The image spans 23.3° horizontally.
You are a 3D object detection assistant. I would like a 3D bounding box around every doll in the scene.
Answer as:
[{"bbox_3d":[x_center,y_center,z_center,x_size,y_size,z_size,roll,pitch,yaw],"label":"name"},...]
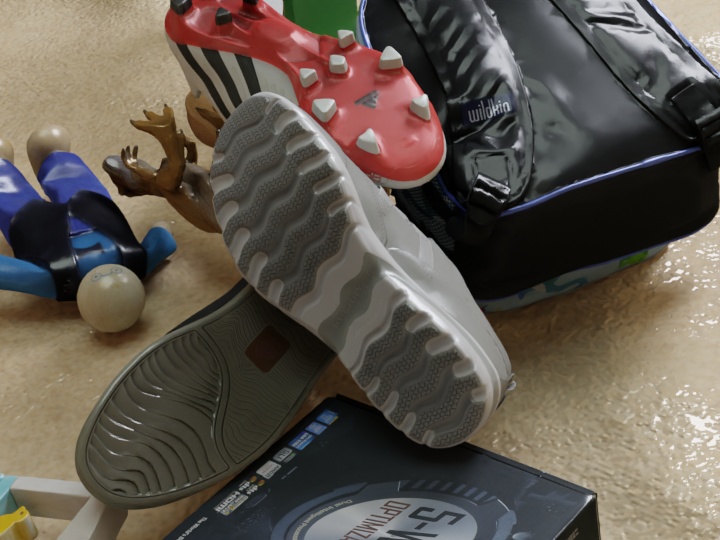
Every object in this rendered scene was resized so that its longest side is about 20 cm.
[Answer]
[{"bbox_3d":[-0.183,-0.020,1.070,0.136,0.049,0.200,-14,37,-25],"label":"doll"}]

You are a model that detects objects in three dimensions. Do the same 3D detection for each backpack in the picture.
[{"bbox_3d":[0.088,-0.086,0.982,0.182,0.147,0.200,-20,57,-15],"label":"backpack"}]

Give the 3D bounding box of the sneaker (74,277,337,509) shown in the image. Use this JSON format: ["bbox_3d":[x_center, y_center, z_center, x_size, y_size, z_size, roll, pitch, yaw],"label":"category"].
[{"bbox_3d":[-0.071,0.060,0.885,0.200,0.075,0.106,-40,-1,-31],"label":"sneaker"}]

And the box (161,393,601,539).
[{"bbox_3d":[-0.012,0.147,0.776,0.160,0.044,0.200,18,42,37],"label":"box"}]

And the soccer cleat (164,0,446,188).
[{"bbox_3d":[-0.029,-0.088,0.929,0.200,0.085,0.069,34,58,31],"label":"soccer cleat"}]

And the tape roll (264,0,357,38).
[{"bbox_3d":[-0.055,-0.249,1.244,0.048,0.201,0.201,-16,33,-9],"label":"tape roll"}]

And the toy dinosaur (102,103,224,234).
[{"bbox_3d":[-0.086,-0.041,1.016,0.060,0.107,0.200,-24,38,-23],"label":"toy dinosaur"}]

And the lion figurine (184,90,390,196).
[{"bbox_3d":[-0.057,-0.083,1.081,0.122,0.073,0.200,-3,16,-41],"label":"lion figurine"}]

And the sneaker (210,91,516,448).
[{"bbox_3d":[0.000,0.000,0.852,0.075,0.200,0.082,-40,-13,22],"label":"sneaker"}]

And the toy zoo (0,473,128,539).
[{"bbox_3d":[-0.200,0.145,0.830,0.199,0.021,0.131,1,34,30],"label":"toy zoo"}]
